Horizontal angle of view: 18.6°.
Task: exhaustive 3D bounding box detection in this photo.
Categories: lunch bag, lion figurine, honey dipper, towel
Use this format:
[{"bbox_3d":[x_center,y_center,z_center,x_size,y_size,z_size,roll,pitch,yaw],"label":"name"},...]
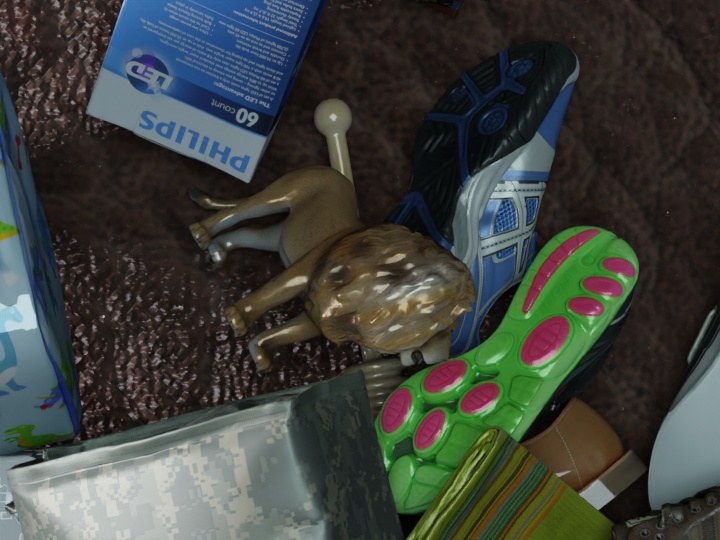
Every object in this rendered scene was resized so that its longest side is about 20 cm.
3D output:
[{"bbox_3d":[-0.082,0.157,1.154,0.199,0.118,0.165,-15,91,23],"label":"lunch bag"},{"bbox_3d":[-0.021,-0.014,1.193,0.122,0.073,0.200,-29,44,0],"label":"lion figurine"},{"bbox_3d":[-0.206,-0.013,1.162,0.082,0.161,0.201,-13,66,-7],"label":"lunch bag"},{"bbox_3d":[0.000,0.000,1.258,0.038,0.038,0.201,-8,83,-4],"label":"honey dipper"},{"bbox_3d":[0.103,0.162,1.197,0.086,0.018,0.200,-54,132,-4],"label":"towel"}]

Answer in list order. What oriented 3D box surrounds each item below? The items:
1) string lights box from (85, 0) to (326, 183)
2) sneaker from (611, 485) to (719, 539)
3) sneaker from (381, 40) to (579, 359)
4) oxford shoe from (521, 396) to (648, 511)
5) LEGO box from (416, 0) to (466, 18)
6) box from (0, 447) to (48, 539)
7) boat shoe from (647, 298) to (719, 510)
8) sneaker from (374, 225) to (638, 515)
[{"bbox_3d":[-0.069,-0.158,1.197,0.102,0.059,0.201,23,122,-2],"label":"string lights box"},{"bbox_3d":[0.177,0.150,1.183,0.076,0.070,0.200,45,79,5],"label":"sneaker"},{"bbox_3d":[0.069,-0.041,1.252,0.077,0.076,0.200,40,76,-38],"label":"sneaker"},{"bbox_3d":[0.064,0.146,1.236,0.200,0.071,0.071,-37,84,-16],"label":"oxford shoe"},{"bbox_3d":[0.024,-0.267,1.253,0.148,0.077,0.201,20,85,-1],"label":"LEGO box"},{"bbox_3d":[-0.195,0.198,1.225,0.159,0.044,0.201,-1,86,-3],"label":"box"},{"bbox_3d":[0.221,0.056,1.247,0.070,0.064,0.201,25,97,2],"label":"boat shoe"},{"bbox_3d":[0.085,0.066,1.216,0.200,0.084,0.077,-42,59,-8],"label":"sneaker"}]
